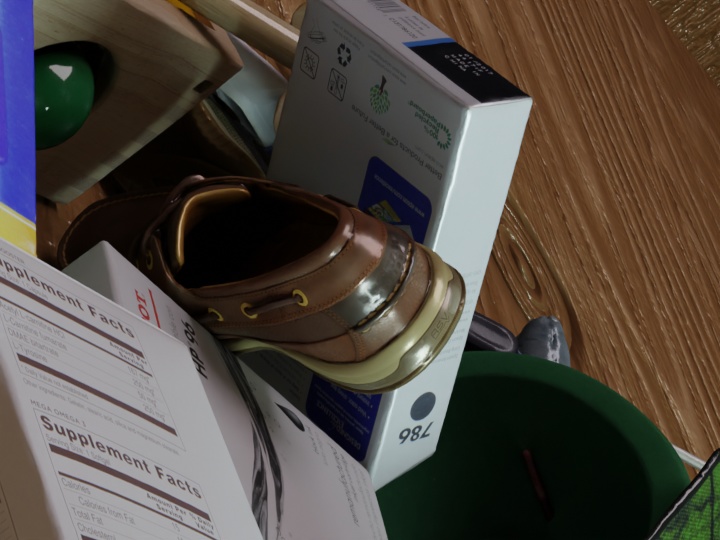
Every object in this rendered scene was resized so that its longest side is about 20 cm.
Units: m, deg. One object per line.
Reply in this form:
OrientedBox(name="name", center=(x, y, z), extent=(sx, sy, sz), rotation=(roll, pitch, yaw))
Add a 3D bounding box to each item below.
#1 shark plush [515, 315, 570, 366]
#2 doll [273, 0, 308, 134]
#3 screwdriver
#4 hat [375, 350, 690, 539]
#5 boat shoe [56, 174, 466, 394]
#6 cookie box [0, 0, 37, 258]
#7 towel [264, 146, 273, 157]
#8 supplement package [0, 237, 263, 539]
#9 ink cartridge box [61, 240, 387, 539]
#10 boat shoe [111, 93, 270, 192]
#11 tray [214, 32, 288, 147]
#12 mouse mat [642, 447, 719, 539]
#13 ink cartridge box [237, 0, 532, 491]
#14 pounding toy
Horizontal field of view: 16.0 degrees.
OrientedBox(name="shark plush", center=(0.069, 0.112, 1.204), extent=(0.091, 0.083, 0.201), rotation=(32, 36, -12))
OrientedBox(name="doll", center=(0.009, -0.055, 1.173), extent=(0.200, 0.048, 0.138), rotation=(60, 37, -67))
OrientedBox(name="screwdriver", center=(0.105, 0.059, 1.197), extent=(0.199, 0.029, 0.028), rotation=(26, 56, -1))
OrientedBox(name="hat", center=(0.068, 0.162, 1.121), extent=(0.200, 0.165, 0.177), rotation=(44, -27, 38))
OrientedBox(name="boat shoe", center=(-0.049, -0.008, 0.946), extent=(0.199, 0.072, 0.068), rotation=(9, -29, 47))
OrientedBox(name="cookie box", center=(-0.179, -0.111, 0.810), extent=(0.171, 0.075, 0.202), rotation=(33, 49, -55))
OrientedBox(name="towel", center=(-0.020, 0.008, 1.218), extent=(0.112, 0.048, 0.200), rotation=(46, 16, -30))
OrientedBox(name="supplement package", center=(-0.086, 0.106, 0.670), extent=(0.109, 0.113, 0.201), rotation=(34, 26, -50))
OrientedBox(name="ink cartridge box", center=(-0.069, 0.074, 0.883), extent=(0.200, 0.068, 0.116), rotation=(43, 19, -37))
OrientedBox(name="boat shoe", center=(-0.058, -0.025, 1.122), extent=(0.065, 0.073, 0.201), rotation=(20, 37, -56))
OrientedBox(name="tray", center=(-0.100, -0.123, 1.186), extent=(0.200, 0.022, 0.107), rotation=(41, -6, 16))
OrientedBox(name="mouse mat", center=(0.117, 0.186, 1.023), extent=(0.200, 0.007, 0.162), rotation=(-42, 128, -42))
OrientedBox(name="ink cartridge box", center=(0.000, 0.000, 0.991), extent=(0.039, 0.201, 0.099), rotation=(-10, 38, -40))
OrientedBox(name="pounding toy", center=(-0.120, -0.124, 1.010), extent=(0.201, 0.142, 0.184), rotation=(61, 17, 24))
